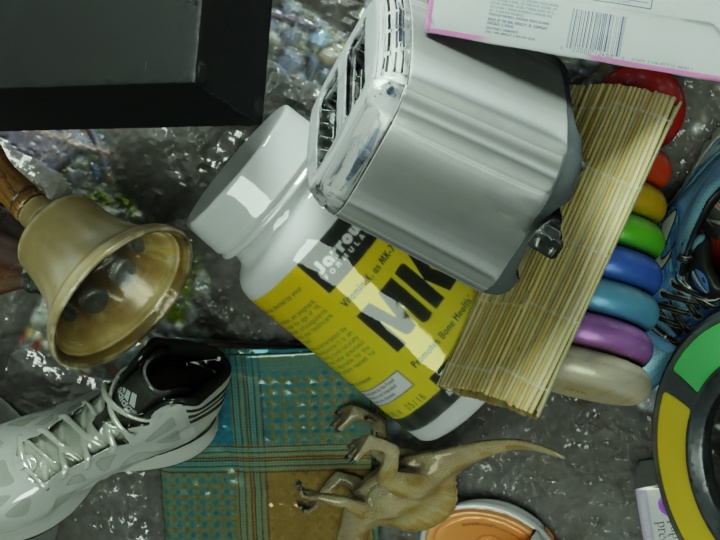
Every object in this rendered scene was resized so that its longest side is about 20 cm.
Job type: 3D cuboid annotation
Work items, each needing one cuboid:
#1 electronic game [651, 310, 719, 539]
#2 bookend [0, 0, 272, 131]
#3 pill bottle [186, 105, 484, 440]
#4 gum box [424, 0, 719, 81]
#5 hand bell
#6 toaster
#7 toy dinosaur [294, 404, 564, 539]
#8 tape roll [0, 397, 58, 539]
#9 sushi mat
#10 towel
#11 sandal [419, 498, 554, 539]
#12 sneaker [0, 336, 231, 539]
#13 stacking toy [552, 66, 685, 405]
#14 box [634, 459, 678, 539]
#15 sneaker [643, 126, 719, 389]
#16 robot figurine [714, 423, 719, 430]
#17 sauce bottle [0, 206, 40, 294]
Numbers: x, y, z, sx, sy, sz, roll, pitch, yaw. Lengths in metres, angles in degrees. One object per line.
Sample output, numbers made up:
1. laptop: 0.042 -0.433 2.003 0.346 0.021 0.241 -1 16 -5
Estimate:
1. electronic game: 0.246 0.115 1.339 0.200 0.042 0.200 17 113 46
2. bookend: -0.155 -0.186 1.334 0.200 0.092 0.199 -1 78 22
3. pill bottle: 0.000 0.000 1.406 0.200 0.114 0.114 40 112 -10
4. gum box: 0.132 -0.166 1.320 0.200 0.114 0.066 10 113 2
5. hand bell: -0.205 -0.043 1.403 0.200 0.104 0.104 42 116 25
6. toaster: 0.045 -0.073 1.318 0.129 0.200 0.114 23 118 -13
7. toy dinosaur: 0.027 0.129 1.478 0.101 0.058 0.200 38 122 -26
8. tape roll: -0.307 0.176 1.505 0.202 0.139 0.203 2 113 5
9. sushi mat: 0.113 -0.015 1.329 0.012 0.096 0.200 28 84 -32
10. towel: -0.060 0.136 1.523 0.146 0.022 0.200 1 114 6
11. sandal: 0.119 0.236 1.520 0.079 0.059 0.207 -35 104 20
12. sneaker: -0.167 0.090 1.398 0.076 0.200 0.115 57 151 19
13. stacking toy: 0.148 -0.026 1.362 0.085 0.085 0.200 13 82 1
14. box: 0.211 0.218 1.513 0.039 0.041 0.200 -8 112 10
15. sneaker: 0.195 -0.002 1.395 0.078 0.090 0.200 28 114 -5
16. robot figurine: 0.296 0.164 1.439 0.169 0.113 0.200 -27 107 16
17. sauce bottle: -0.259 -0.019 1.459 0.200 0.066 0.066 15 114 -2
